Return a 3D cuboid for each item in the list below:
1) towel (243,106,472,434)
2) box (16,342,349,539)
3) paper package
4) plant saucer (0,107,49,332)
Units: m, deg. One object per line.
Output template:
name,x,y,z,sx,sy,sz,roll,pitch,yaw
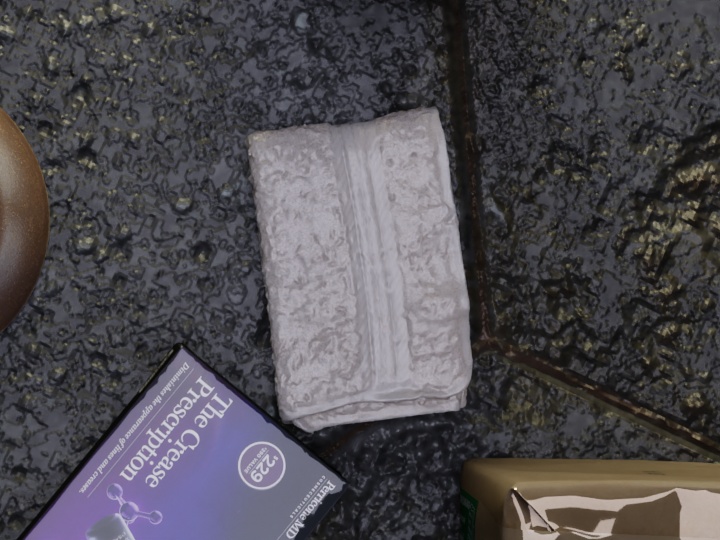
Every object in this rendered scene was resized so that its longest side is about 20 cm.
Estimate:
towel,0.000,0.000,1.431,0.132,0.034,0.201,-8,90,-6
box,-0.124,0.166,1.397,0.141,0.079,0.200,39,86,-6
paper package,0.163,0.173,1.359,0.190,0.200,0.104,3,89,-6
plant saucer,-0.299,-0.033,1.404,0.200,0.037,0.201,0,89,-4
